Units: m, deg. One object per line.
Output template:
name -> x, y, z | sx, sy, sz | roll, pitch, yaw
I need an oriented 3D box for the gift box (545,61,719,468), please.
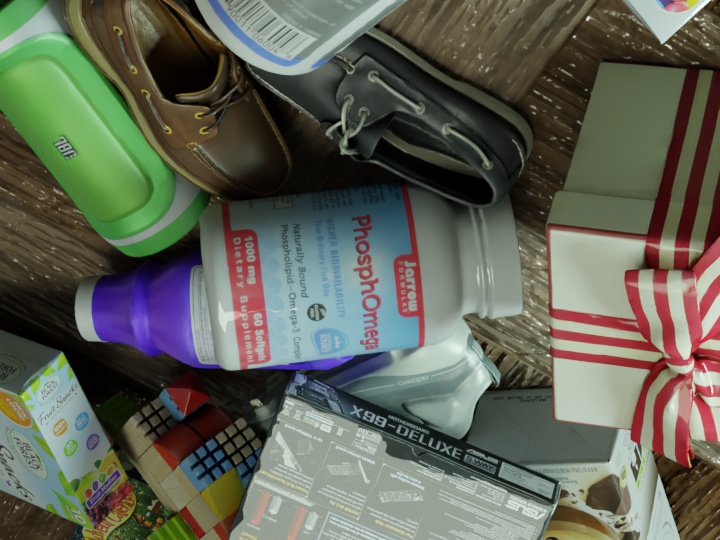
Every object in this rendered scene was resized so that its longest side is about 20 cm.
gift box -> 0.216, -0.006, 1.363 | 0.199, 0.187, 0.185 | 4, 134, 18

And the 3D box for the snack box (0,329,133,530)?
snack box -> -0.273, 0.102, 1.697 | 0.200, 0.053, 0.142 | 16, 142, 39

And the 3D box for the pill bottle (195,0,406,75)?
pill bottle -> 0.001, -0.205, 1.304 | 0.114, 0.114, 0.200 | 40, 133, -19

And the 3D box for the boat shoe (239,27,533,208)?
boat shoe -> 0.011, -0.100, 1.437 | 0.200, 0.063, 0.073 | 24, 139, -2

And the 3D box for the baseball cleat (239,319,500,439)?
baseball cleat -> 0.008, 0.098, 1.620 | 0.200, 0.070, 0.107 | -24, 112, 37

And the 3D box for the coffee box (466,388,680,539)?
coffee box -> 0.157, 0.181, 1.641 | 0.113, 0.080, 0.200 | -4, 130, 24

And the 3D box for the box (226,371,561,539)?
box -> 0.016, 0.181, 1.559 | 0.200, 0.050, 0.158 | 22, 107, 3

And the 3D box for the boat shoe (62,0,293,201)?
boat shoe -> -0.106, -0.112, 1.445 | 0.068, 0.072, 0.200 | 16, 151, 54

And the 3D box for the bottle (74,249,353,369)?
bottle -> -0.100, 0.027, 1.591 | 0.199, 0.065, 0.084 | -1, 98, 21

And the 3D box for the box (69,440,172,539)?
box -> -0.163, 0.226, 1.835 | 0.136, 0.038, 0.200 | 24, 136, -3

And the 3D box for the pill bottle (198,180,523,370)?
pill bottle -> 0.000, 0.000, 1.476 | 0.199, 0.109, 0.109 | -8, 133, -2

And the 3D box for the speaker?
speaker -> -0.181, -0.104, 1.491 | 0.088, 0.089, 0.200 | -16, 125, 32

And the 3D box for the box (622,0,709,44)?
box -> 0.152, -0.244, 1.212 | 0.156, 0.041, 0.200 | -42, 111, 10

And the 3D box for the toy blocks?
toy blocks -> -0.103, 0.152, 1.658 | 0.200, 0.100, 0.137 | 53, 157, 4
